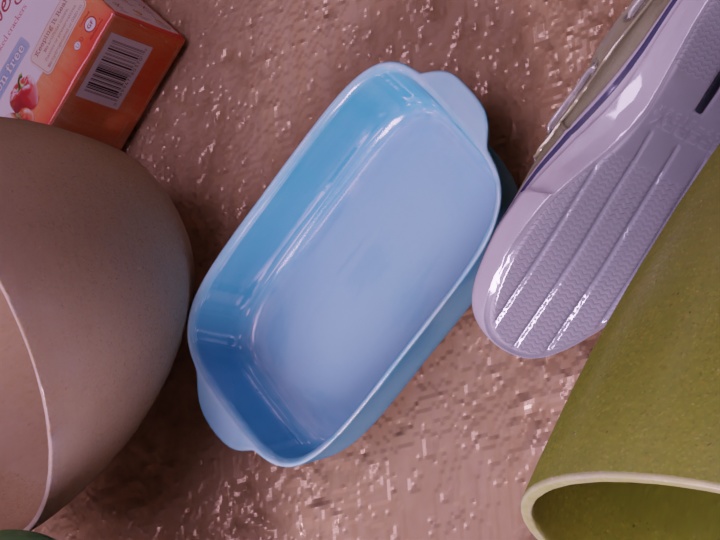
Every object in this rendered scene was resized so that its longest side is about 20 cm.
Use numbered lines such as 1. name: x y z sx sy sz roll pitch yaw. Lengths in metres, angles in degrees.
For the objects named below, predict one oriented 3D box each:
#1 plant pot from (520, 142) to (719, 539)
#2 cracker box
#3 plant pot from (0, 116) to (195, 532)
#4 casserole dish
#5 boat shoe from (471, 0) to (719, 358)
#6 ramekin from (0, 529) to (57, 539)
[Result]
1. plant pot: 0.174 0.020 0.915 0.187 0.187 0.201 2 65 40
2. cracker box: -0.195 -0.119 1.323 0.200 0.058 0.134 42 106 39
3. plant pot: -0.157 0.008 1.188 0.200 0.134 0.201 30 134 36
4. casserole dish: 0.000 0.000 1.143 0.200 0.039 0.121 -53 52 18
5. boat shoe: 0.113 -0.053 1.054 0.200 0.072 0.062 -54 27 12
6. ramekin: -0.132 0.220 1.100 0.097 0.200 0.201 9 84 32
